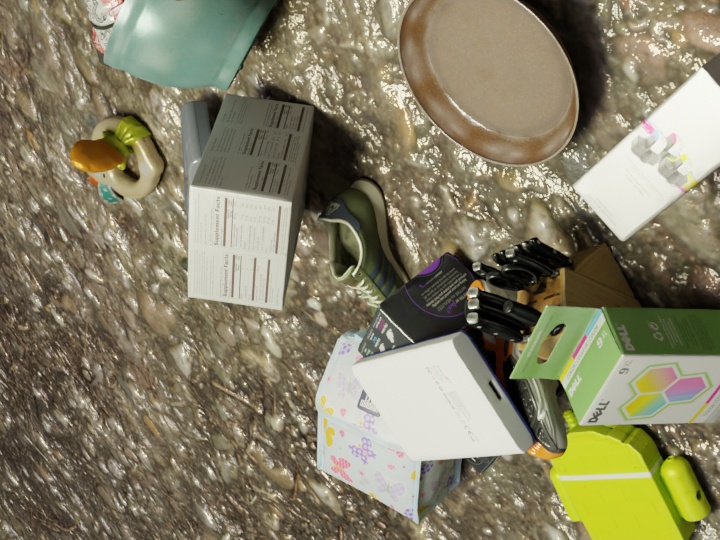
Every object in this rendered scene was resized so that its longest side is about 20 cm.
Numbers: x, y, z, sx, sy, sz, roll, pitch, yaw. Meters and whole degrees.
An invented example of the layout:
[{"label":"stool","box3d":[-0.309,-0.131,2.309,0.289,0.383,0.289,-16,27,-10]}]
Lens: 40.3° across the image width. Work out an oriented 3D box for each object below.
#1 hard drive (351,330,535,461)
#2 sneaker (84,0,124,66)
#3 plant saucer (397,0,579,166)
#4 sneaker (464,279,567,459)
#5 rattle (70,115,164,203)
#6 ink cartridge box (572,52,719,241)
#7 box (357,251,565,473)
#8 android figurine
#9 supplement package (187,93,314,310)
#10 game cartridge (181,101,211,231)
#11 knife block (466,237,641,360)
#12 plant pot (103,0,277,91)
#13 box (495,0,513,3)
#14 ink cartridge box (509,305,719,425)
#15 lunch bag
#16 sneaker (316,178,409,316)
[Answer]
[{"label":"hard drive","box3d":[0.080,0.136,1.017,0.132,0.025,0.200,57,149,-6]},{"label":"sneaker","box3d":[-0.280,-0.309,1.249,0.201,0.067,0.108,21,131,38]},{"label":"plant saucer","box3d":[0.124,-0.189,0.929,0.200,0.032,0.200,29,146,22]},{"label":"sneaker","box3d":[0.181,0.091,0.995,0.076,0.092,0.200,115,143,-57]},{"label":"rattle","box3d":[-0.385,-0.132,1.423,0.200,0.143,0.130,-18,120,43]},{"label":"ink cartridge box","box3d":[0.277,-0.119,0.784,0.068,0.115,0.200,50,139,6]},{"label":"box","box3d":[0.114,0.100,1.080,0.200,0.122,0.106,45,148,15]},{"label":"android figurine","box3d":[0.285,0.237,1.073,0.182,0.041,0.200,-19,102,50]},{"label":"supplement package","box3d":[-0.124,-0.081,1.125,0.111,0.200,0.156,9,129,0]},{"label":"game cartridge","box3d":[-0.211,-0.113,1.279,0.200,0.041,0.133,98,158,-46]},{"label":"knife block","box3d":[0.193,0.057,0.938,0.064,0.176,0.200,-24,98,50]},{"label":"plant pot","box3d":[-0.177,-0.283,1.090,0.134,0.200,0.200,30,141,-11]},{"label":"box","box3d":[0.066,-0.335,0.912,0.200,0.036,0.145,19,128,34]},{"label":"ink cartridge box","box3d":[0.251,0.088,0.894,0.104,0.200,0.059,108,158,-44]},{"label":"lunch bag","box3d":[0.035,0.185,1.225,0.169,0.127,0.200,23,124,30]},{"label":"sneaker","box3d":[0.000,0.000,1.159,0.067,0.090,0.200,4,118,42]}]
